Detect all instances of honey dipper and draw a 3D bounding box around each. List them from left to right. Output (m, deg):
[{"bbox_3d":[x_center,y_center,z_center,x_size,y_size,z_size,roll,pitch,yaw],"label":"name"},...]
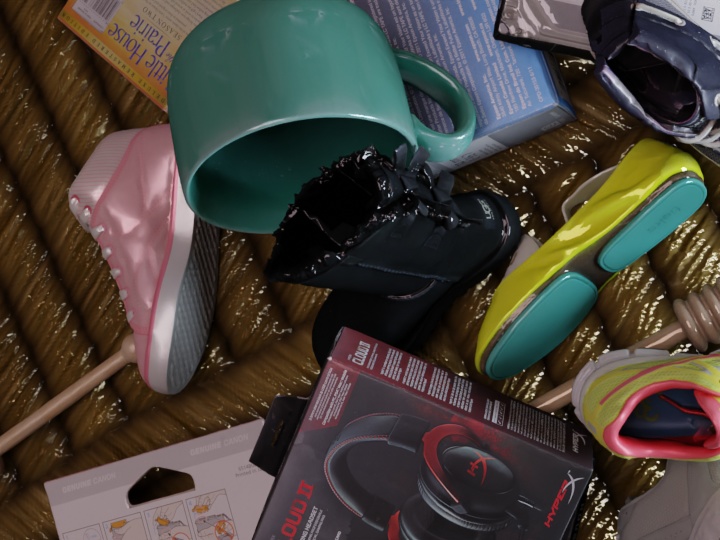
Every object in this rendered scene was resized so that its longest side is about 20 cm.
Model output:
[{"bbox_3d":[-0.237,0.109,1.266,0.200,0.038,0.038,-34,76,12],"label":"honey dipper"},{"bbox_3d":[0.166,0.063,1.108,0.200,0.038,0.038,-29,77,9],"label":"honey dipper"}]

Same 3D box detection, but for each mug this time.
[{"bbox_3d":[-0.037,-0.106,1.097,0.152,0.185,0.115,-32,60,35],"label":"mug"}]

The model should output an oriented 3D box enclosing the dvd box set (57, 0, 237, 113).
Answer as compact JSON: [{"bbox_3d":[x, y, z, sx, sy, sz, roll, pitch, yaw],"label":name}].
[{"bbox_3d":[-0.122,-0.229,1.237,0.146,0.029,0.200,40,99,33],"label":"dvd box set"}]

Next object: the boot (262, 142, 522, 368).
[{"bbox_3d":[0.000,0.001,1.107,0.198,0.162,0.073,-41,62,26],"label":"boot"}]

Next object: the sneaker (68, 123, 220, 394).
[{"bbox_3d":[-0.161,-0.011,1.227,0.104,0.075,0.201,2,79,15],"label":"sneaker"}]

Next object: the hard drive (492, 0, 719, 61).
[{"bbox_3d":[0.197,-0.199,1.099,0.199,0.038,0.140,12,89,-3],"label":"hard drive"}]

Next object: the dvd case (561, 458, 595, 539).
[{"bbox_3d":[0.048,0.175,1.167,0.200,0.025,0.151,14,91,20],"label":"dvd case"}]

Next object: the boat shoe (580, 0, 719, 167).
[{"bbox_3d":[0.216,-0.097,1.046,0.200,0.093,0.075,34,122,-16],"label":"boat shoe"}]

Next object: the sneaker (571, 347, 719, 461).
[{"bbox_3d":[0.233,0.083,1.038,0.199,0.090,0.078,-13,104,7],"label":"sneaker"}]

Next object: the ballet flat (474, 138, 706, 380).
[{"bbox_3d":[0.144,-0.012,1.134,0.200,0.067,0.067,-44,53,9],"label":"ballet flat"}]

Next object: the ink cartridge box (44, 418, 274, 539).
[{"bbox_3d":[-0.117,0.211,1.195,0.200,0.045,0.177,-18,81,26],"label":"ink cartridge box"}]

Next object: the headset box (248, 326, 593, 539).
[{"bbox_3d":[0.029,0.139,1.081,0.200,0.075,0.149,24,105,1],"label":"headset box"}]

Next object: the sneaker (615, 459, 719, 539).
[{"bbox_3d":[0.194,0.199,1.099,0.092,0.076,0.200,45,111,44],"label":"sneaker"}]

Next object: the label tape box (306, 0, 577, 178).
[{"bbox_3d":[0.032,-0.138,1.176,0.200,0.066,0.144,-22,79,19],"label":"label tape box"}]
